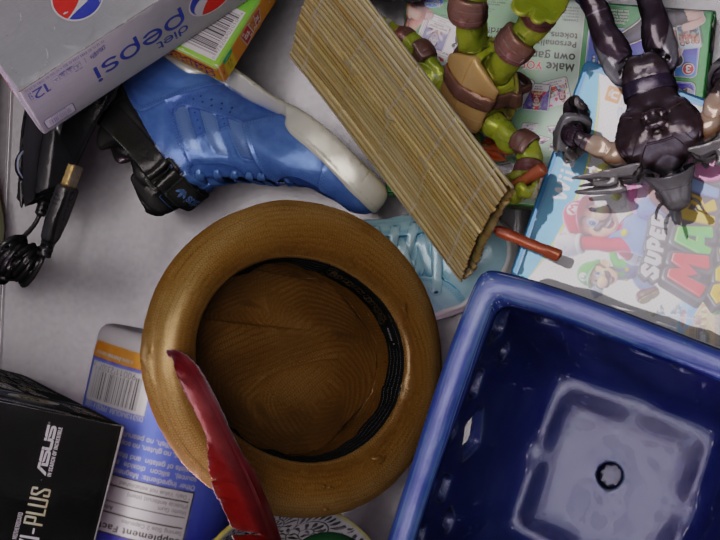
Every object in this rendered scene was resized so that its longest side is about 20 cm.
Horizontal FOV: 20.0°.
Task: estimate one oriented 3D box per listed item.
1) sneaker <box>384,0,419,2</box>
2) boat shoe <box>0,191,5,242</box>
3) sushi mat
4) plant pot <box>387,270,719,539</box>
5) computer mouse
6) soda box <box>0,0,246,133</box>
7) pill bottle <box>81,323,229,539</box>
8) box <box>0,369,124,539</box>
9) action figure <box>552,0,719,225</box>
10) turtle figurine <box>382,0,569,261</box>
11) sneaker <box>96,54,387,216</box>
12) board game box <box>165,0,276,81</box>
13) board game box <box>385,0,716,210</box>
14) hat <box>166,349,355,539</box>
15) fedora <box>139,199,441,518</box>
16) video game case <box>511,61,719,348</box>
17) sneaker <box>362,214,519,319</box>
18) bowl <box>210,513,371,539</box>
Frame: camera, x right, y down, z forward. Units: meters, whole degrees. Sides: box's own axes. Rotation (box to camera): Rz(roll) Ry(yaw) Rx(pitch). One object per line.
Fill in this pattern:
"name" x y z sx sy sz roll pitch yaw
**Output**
"sneaker" 0.062 -0.228 1.309 0.199 0.080 0.078 -10 126 6
"boat shoe" -0.305 -0.089 1.380 0.071 0.076 0.201 -27 82 8
"sushi mat" 0.022 -0.096 1.266 0.012 0.096 0.200 -24 67 -30
"plant pot" 0.144 0.127 1.208 0.199 0.180 0.201 19 91 14
"computer mouse" -0.200 -0.082 1.317 0.046 0.140 0.201 27 85 -18
"soda box" -0.139 -0.175 1.275 0.200 0.063 0.068 -35 69 -7
"pill bottle" -0.135 0.142 1.307 0.111 0.112 0.201 12 90 14
"box" -0.239 0.150 1.284 0.086 0.200 0.165 15 90 -28
"action figure" 0.171 -0.124 1.234 0.129 0.069 0.201 -14 82 2
"turtle figurine" 0.079 -0.114 1.245 0.064 0.162 0.200 -23 59 -32
"sneaker" -0.084 -0.066 1.326 0.200 0.077 0.111 36 88 17
"board game box" -0.080 -0.226 1.336 0.095 0.030 0.201 26 76 18
"board game box" 0.121 -0.105 1.307 0.199 0.029 0.135 6 88 13
"hat" -0.009 0.163 1.143 0.165 0.200 0.177 -7 54 28
"fedora" -0.049 0.054 1.235 0.200 0.082 0.202 2 87 -28
"video game case" 0.209 -0.031 1.258 0.199 0.018 0.144 20 91 14
"sneaker" 0.000 0.000 1.301 0.199 0.082 0.074 -9 85 12
"bowl" -0.068 0.243 1.243 0.094 0.200 0.202 -9 83 45
